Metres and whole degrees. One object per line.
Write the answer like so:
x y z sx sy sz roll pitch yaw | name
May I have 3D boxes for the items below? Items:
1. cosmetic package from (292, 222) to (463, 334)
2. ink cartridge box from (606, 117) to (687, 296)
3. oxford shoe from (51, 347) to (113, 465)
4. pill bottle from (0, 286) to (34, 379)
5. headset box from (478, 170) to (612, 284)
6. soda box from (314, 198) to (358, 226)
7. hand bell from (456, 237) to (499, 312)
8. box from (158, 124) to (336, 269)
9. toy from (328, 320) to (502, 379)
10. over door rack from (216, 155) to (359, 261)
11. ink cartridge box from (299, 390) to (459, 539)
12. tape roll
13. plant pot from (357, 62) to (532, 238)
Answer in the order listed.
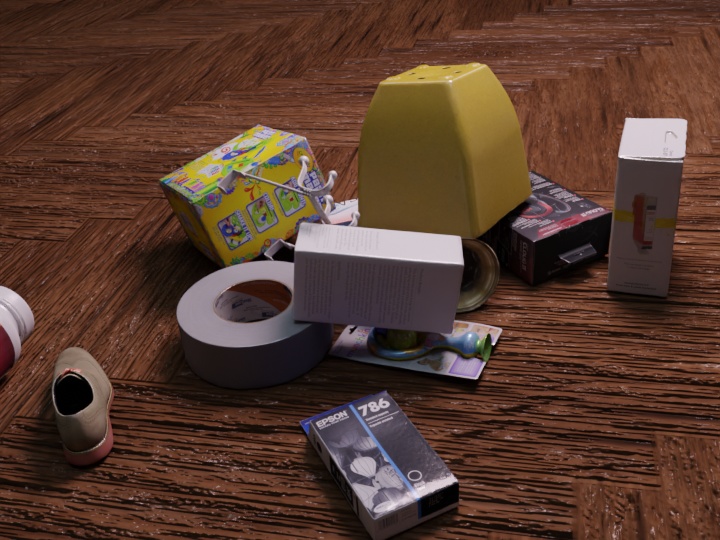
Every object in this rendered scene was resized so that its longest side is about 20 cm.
0.020 0.009 0.994 0.197 0.102 0.072 6 32 0 | cosmetic package
0.389 -0.090 1.118 0.082 0.202 0.145 7 32 18 | ink cartridge box
-0.330 0.137 0.963 0.070 0.076 0.200 -17 33 -19 | oxford shoe
-0.493 0.106 0.999 0.111 0.114 0.201 4 32 14 | pill bottle
0.262 -0.064 1.215 0.147 0.076 0.200 -20 34 -23 | headset box
0.014 -0.073 1.276 0.198 0.064 0.069 -12 32 -14 | soda box
0.118 -0.024 1.180 0.103 0.105 0.200 -9 20 -8 | hand bell
-0.175 -0.116 1.240 0.192 0.123 0.200 -32 26 -15 | box
0.069 0.075 1.038 0.198 0.048 0.115 10 32 22 | toy
-0.076 -0.075 1.077 0.198 0.148 0.067 8 51 41 | over door rack
0.013 0.190 0.867 0.098 0.040 0.200 -19 33 -20 | ink cartridge box
-0.135 0.065 1.065 0.197 0.067 0.201 -3 31 2 | tape roll
0.110 -0.177 1.142 0.192 0.202 0.195 7 27 34 | plant pot
